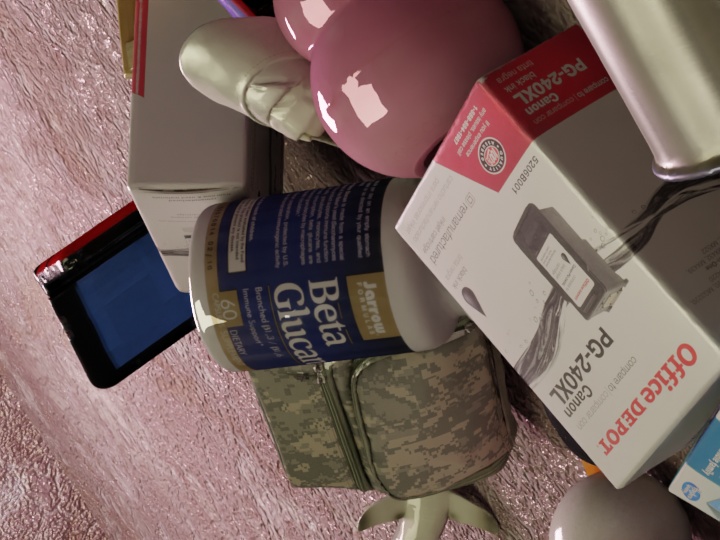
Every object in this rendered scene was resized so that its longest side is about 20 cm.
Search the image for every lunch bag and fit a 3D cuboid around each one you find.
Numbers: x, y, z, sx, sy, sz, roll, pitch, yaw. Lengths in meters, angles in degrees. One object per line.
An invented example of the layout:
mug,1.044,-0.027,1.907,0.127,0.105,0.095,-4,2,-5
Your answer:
lunch bag,0.022,0.063,1.498,0.166,0.140,0.201,2,139,15

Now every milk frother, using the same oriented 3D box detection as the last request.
milk frother,0.112,-0.125,0.856,0.189,0.200,0.180,58,159,-12

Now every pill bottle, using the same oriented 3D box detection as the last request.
pill bottle,0.000,0.000,1.352,0.111,0.198,0.112,-8,-90,-72

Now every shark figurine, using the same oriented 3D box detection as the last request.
shark figurine,0.033,0.211,1.779,0.128,0.215,0.090,28,-155,-9

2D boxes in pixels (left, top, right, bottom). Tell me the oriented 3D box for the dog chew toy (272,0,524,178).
dog chew toy,0.007,-0.153,1.212,0.201,0.124,0.125,58,163,17

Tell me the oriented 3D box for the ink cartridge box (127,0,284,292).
ink cartridge box,-0.104,-0.084,1.488,0.200,0.084,0.147,81,-171,-70

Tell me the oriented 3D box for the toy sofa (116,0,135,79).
toy sofa,-0.118,-0.214,1.479,0.200,0.097,0.083,108,154,-67

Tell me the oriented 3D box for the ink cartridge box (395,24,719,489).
ink cartridge box,0.129,-0.005,1.141,0.200,0.083,0.145,50,144,15

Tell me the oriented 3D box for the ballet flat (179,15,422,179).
ballet flat,-0.015,-0.100,1.280,0.199,0.070,0.069,16,-174,-36

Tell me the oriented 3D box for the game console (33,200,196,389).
game console,-0.142,-0.010,1.675,0.119,0.200,0.172,56,161,-6

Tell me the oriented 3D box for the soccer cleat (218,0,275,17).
soccer cleat,-0.037,-0.149,1.313,0.200,0.068,0.073,47,-168,-37

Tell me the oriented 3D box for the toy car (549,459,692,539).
toy car,0.175,0.209,1.399,0.177,0.183,0.201,89,171,-60

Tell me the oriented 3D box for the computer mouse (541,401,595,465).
computer mouse,0.145,0.027,1.285,0.138,0.052,0.201,30,139,48

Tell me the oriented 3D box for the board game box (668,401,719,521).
board game box,0.263,0.118,1.049,0.199,0.047,0.151,31,156,9
